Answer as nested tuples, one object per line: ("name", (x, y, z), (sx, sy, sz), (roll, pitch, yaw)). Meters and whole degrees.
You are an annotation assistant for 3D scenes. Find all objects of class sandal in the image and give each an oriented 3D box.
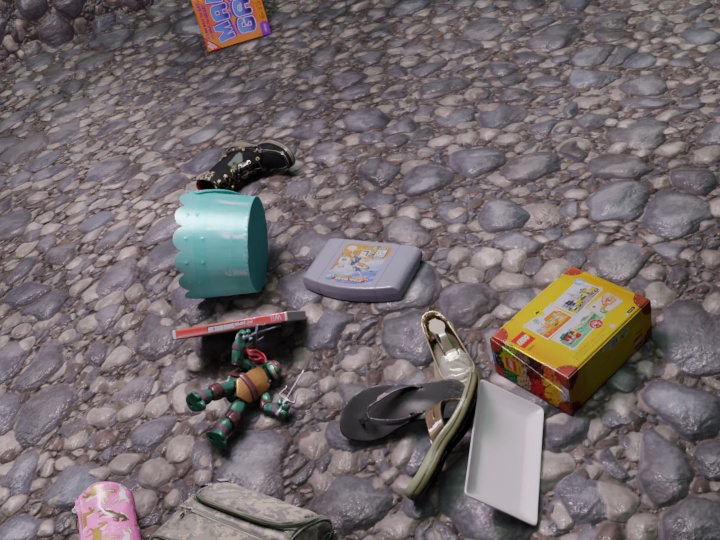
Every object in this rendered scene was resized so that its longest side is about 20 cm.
("sandal", (0.108, 0.220, 1.235), (0.057, 0.080, 0.202), (27, 66, 21))
("sandal", (0.060, 0.197, 1.309), (0.198, 0.043, 0.077), (-16, 72, 8))

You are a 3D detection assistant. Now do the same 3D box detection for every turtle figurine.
("turtle figurine", (-0.173, 0.183, 1.410), (0.150, 0.101, 0.200), (48, 52, 7))

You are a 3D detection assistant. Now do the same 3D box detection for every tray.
("tray", (0.195, 0.247, 1.216), (0.106, 0.022, 0.201), (24, 42, -6))

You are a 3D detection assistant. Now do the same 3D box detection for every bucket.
("bucket", (-0.252, -0.048, 1.647), (0.133, 0.209, 0.208), (0, 39, 6))

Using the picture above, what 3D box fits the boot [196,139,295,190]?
("boot", (-0.253, -0.217, 1.963), (0.202, 0.074, 0.154), (9, 46, 39))

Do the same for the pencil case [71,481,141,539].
("pencil case", (-0.344, 0.386, 1.225), (0.086, 0.083, 0.200), (-27, 39, -3))

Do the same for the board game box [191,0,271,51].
("board game box", (-0.393, -0.803, 2.648), (0.198, 0.201, 0.201), (-17, 37, -1))

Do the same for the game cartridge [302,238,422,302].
("game cartridge", (0.000, 0.000, 1.623), (0.198, 0.042, 0.133), (6, 38, 27))

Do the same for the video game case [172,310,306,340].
("video game case", (-0.203, 0.093, 1.524), (0.198, 0.018, 0.143), (-10, -3, 9))

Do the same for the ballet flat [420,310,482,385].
("ballet flat", (0.137, 0.133, 1.377), (0.069, 0.070, 0.201), (-19, 37, -4))

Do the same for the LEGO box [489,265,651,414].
("LEGO box", (0.317, 0.099, 1.342), (0.199, 0.078, 0.148), (-37, 41, -24))

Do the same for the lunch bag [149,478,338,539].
("lunch bag", (-0.149, 0.359, 1.150), (0.198, 0.141, 0.168), (10, 27, 29))
